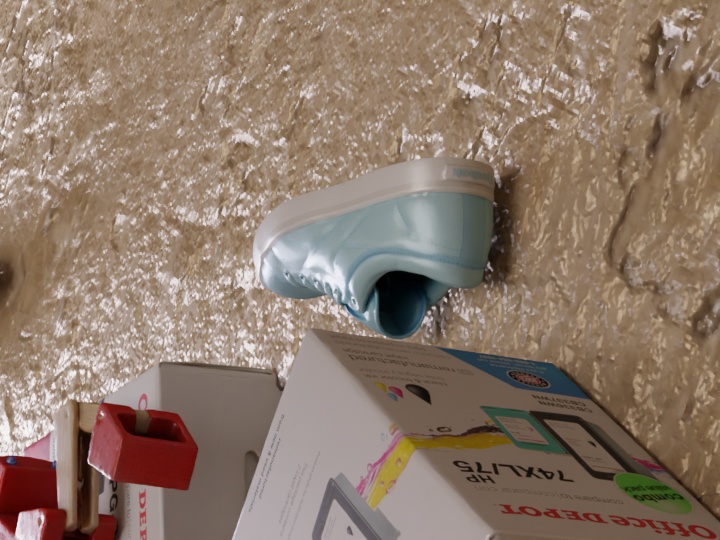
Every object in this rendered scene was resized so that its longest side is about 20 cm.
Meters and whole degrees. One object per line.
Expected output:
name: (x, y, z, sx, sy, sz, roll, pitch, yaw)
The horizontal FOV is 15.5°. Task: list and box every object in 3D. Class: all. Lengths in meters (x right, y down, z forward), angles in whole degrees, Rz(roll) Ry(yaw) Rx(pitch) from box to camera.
sneaker: (0.000, 0.000, 1.426, 0.200, 0.074, 0.082, -26, 58, 57)
ink cartridge box: (-0.128, 0.152, 1.603, 0.200, 0.083, 0.145, -33, 55, 54)
ink cartridge box: (0.053, 0.140, 1.219, 0.200, 0.147, 0.146, 45, 121, 54)
toy fire truck: (-0.167, 0.129, 1.541, 0.200, 0.049, 0.141, 30, 108, 60)
